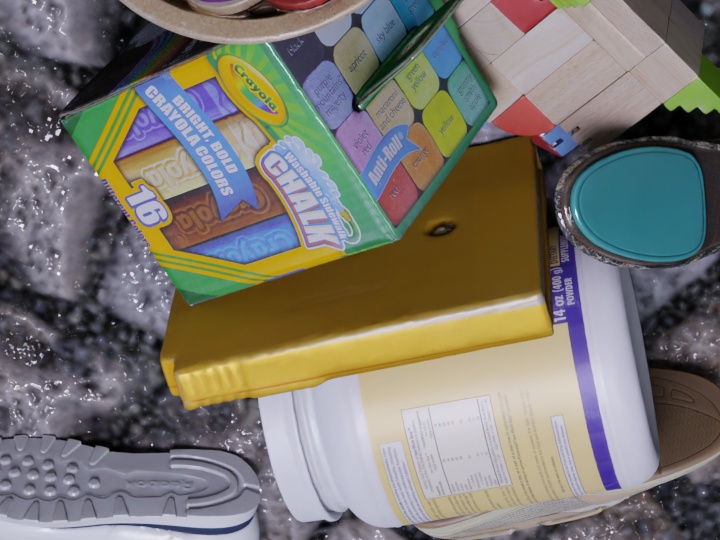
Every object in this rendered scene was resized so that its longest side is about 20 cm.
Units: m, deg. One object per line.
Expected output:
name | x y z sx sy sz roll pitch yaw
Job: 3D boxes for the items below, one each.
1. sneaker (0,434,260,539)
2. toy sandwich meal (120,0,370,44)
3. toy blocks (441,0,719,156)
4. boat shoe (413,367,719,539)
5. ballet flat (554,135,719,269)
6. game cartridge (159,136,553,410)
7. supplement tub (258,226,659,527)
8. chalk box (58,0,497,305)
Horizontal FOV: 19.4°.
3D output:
sneaker | -0.158 0.152 1.254 0.198 0.077 0.081 7 129 1
toy sandwich meal | -0.054 -0.200 0.931 0.203 0.070 0.207 -3 75 10
toy blocks | 0.075 -0.124 1.083 0.200 0.100 0.136 41 125 -17
boat shoe | 0.120 0.111 1.223 0.198 0.073 0.065 -18 153 7
ballet flat | 0.172 -0.040 1.096 0.198 0.075 0.069 -9 98 -26
game cartridge | 0.000 0.000 1.097 0.198 0.177 0.033 -13 118 11
supplement tub | 0.054 0.060 1.144 0.198 0.146 0.146 -11 118 10
chalk box | -0.024 -0.084 1.035 0.199 0.125 0.124 -15 117 43
